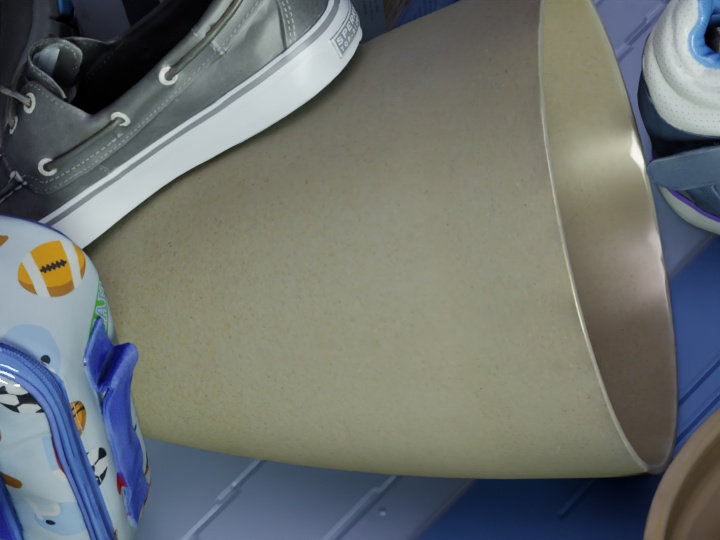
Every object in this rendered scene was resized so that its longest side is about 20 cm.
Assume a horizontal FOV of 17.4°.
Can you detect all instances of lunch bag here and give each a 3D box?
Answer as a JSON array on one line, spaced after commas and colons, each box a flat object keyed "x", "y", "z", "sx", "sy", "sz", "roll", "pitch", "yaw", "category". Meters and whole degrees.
[{"x": -0.154, "y": 0.051, "z": 0.849, "sx": 0.159, "sy": 0.201, "sz": 0.076, "roll": 10, "pitch": 57, "yaw": 11, "category": "lunch bag"}]

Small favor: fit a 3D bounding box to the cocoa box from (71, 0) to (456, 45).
[{"x": -0.038, "y": -0.154, "z": 0.937, "sx": 0.131, "sy": 0.200, "sz": 0.134, "roll": 25, "pitch": 68, "yaw": 16, "category": "cocoa box"}]

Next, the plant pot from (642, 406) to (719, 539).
[{"x": 0.195, "y": 0.132, "z": 0.820, "sx": 0.199, "sy": 0.093, "sz": 0.202, "roll": -2, "pitch": 51, "yaw": 3, "category": "plant pot"}]

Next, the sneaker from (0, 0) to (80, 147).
[{"x": -0.159, "y": -0.036, "z": 0.964, "sx": 0.081, "sy": 0.073, "sz": 0.201, "roll": 2, "pitch": 63, "yaw": 9, "category": "sneaker"}]

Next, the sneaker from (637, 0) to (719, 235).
[{"x": 0.203, "y": -0.058, "z": 0.892, "sx": 0.198, "sy": 0.147, "sz": 0.081, "roll": 11, "pitch": 65, "yaw": 12, "category": "sneaker"}]

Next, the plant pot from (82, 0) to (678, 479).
[{"x": 0.000, "y": 0.000, "z": 0.884, "sx": 0.198, "sy": 0.187, "sz": 0.189, "roll": -11, "pitch": 62, "yaw": 16, "category": "plant pot"}]

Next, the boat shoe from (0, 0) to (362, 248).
[{"x": -0.095, "y": -0.060, "z": 0.857, "sx": 0.199, "sy": 0.066, "sz": 0.070, "roll": -27, "pitch": 30, "yaw": 27, "category": "boat shoe"}]

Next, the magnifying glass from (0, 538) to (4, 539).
[{"x": -0.184, "y": 0.147, "z": 0.790, "sx": 0.199, "sy": 0.022, "sz": 0.080, "roll": -20, "pitch": 55, "yaw": 13, "category": "magnifying glass"}]
